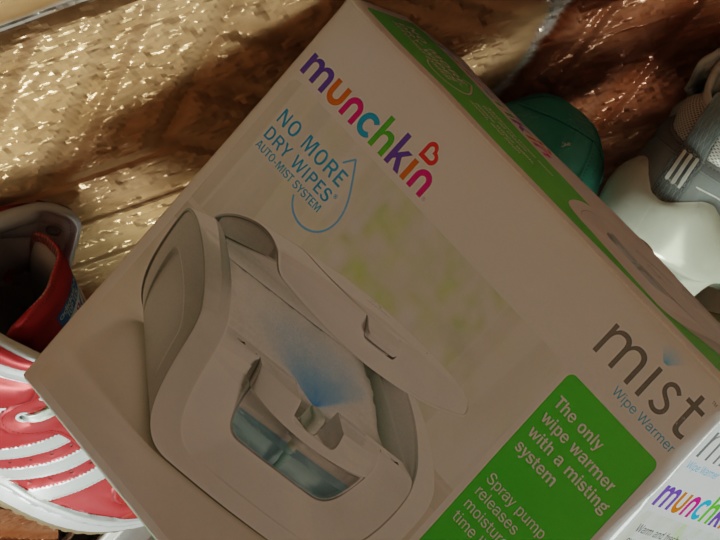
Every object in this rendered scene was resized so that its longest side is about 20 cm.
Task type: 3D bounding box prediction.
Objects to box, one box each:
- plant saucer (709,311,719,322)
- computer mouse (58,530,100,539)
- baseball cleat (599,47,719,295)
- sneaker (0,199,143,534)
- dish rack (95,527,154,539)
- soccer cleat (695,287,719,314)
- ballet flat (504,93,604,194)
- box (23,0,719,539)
[{"bbox_3d":[0.113,0.050,1.197,0.199,0.049,0.200,14,165,1],"label":"plant saucer"},{"bbox_3d":[-0.077,0.116,1.364,0.140,0.046,0.200,-8,157,-17],"label":"computer mouse"},{"bbox_3d":[0.151,-0.036,1.123,0.107,0.070,0.200,-53,169,11],"label":"baseball cleat"},{"bbox_3d":[-0.106,0.038,1.089,0.200,0.071,0.112,20,142,-40],"label":"sneaker"},{"bbox_3d":[-0.046,0.131,1.320,0.200,0.044,0.171,-49,146,11],"label":"dish rack"},{"bbox_3d":[0.204,0.017,1.320,0.200,0.070,0.086,17,117,-49],"label":"soccer cleat"},{"bbox_3d":[0.000,0.000,1.088,0.200,0.070,0.067,-27,117,22],"label":"ballet flat"},{"bbox_3d":[0.021,0.045,0.972,0.177,0.200,0.097,-48,152,12],"label":"box"}]
